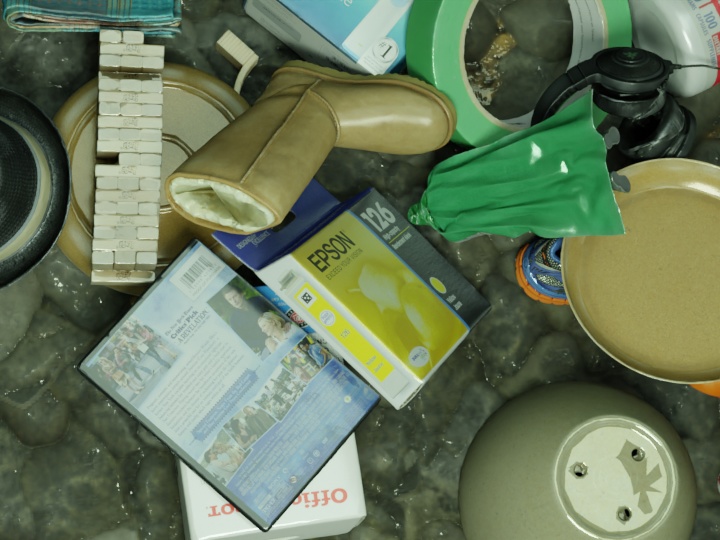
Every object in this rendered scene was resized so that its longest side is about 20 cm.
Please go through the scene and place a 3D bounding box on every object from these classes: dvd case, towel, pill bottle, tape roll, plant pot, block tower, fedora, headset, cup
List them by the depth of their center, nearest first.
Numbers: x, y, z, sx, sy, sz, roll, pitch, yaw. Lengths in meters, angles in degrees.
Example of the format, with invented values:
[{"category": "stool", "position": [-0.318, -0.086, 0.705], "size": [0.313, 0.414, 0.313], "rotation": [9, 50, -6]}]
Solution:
[{"category": "dvd case", "position": [-0.104, 0.090, 1.635], "size": [0.200, 0.018, 0.143], "rotation": [41, 76, 4]}, {"category": "fedora", "position": [-0.337, -0.069, 1.660], "size": [0.200, 0.092, 0.201], "rotation": [-2, 83, 14]}, {"category": "block tower", "position": [-0.188, -0.090, 1.669], "size": [0.054, 0.058, 0.200], "rotation": [2, 82, -8]}, {"category": "cup", "position": [0.190, 0.178, 1.676], "size": [0.200, 0.143, 0.201], "rotation": [2, 77, -8]}, {"category": "plant pot", "position": [0.261, 0.003, 1.695], "size": [0.200, 0.027, 0.200], "rotation": [1, 67, -3]}, {"category": "plant pot", "position": [-0.168, -0.079, 1.720], "size": [0.200, 0.027, 0.200], "rotation": [1, 81, -8]}, {"category": "headset", "position": [0.241, -0.130, 1.721], "size": [0.200, 0.094, 0.124], "rotation": [-29, 125, 6]}, {"category": "towel", "position": [-0.224, -0.270, 1.739], "size": [0.146, 0.022, 0.200], "rotation": [1, 47, -8]}, {"category": "tape roll", "position": [0.136, -0.193, 1.752], "size": [0.200, 0.048, 0.201], "rotation": [-7, 105, -27]}, {"category": "pill bottle", "position": [0.341, -0.240, 1.807], "size": [0.200, 0.112, 0.112], "rotation": [-27, 82, -12]}]

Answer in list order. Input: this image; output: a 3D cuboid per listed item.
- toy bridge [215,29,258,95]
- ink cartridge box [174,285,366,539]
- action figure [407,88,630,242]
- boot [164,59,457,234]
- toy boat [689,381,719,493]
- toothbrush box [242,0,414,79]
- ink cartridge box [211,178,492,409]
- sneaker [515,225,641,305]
[{"category": "toy bridge", "position": [-0.154, -0.111, 1.757], "size": [0.067, 0.027, 0.200], "rotation": [41, 77, 2]}, {"category": "ink cartridge box", "position": [-0.082, 0.119, 1.684], "size": [0.146, 0.084, 0.200], "rotation": [-8, 77, -9]}, {"category": "action figure", "position": [0.123, -0.068, 1.705], "size": [0.200, 0.055, 0.118], "rotation": [-13, 83, 33]}, {"category": "boot", "position": [-0.036, -0.090, 1.657], "size": [0.175, 0.066, 0.200], "rotation": [10, 35, 20]}, {"category": "toy boat", "position": [0.333, 0.098, 1.725], "size": [0.131, 0.131, 0.200], "rotation": [16, 75, 7]}, {"category": "toothbrush box", "position": [0.017, -0.266, 1.785], "size": [0.146, 0.085, 0.200], "rotation": [40, 74, 2]}, {"category": "ink cartridge box", "position": [0.000, 0.000, 1.674], "size": [0.200, 0.198, 0.047], "rotation": [46, 117, 1]}, {"category": "sneaker", "position": [0.235, -0.007, 1.757], "size": [0.200, 0.078, 0.075], "rotation": [-7, 79, -9]}]
